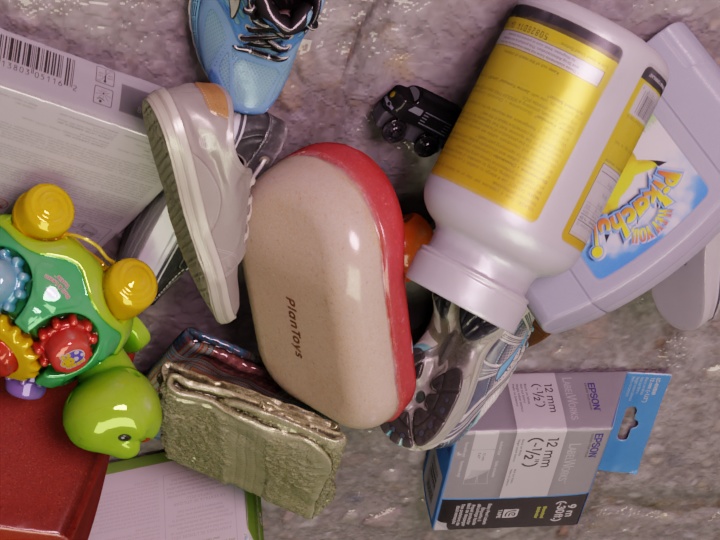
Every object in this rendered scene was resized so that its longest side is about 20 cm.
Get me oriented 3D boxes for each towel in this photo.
[{"bbox_3d":[-0.102,0.109,1.339,0.145,0.022,0.200,23,152,-13],"label":"towel"},{"bbox_3d":[-0.084,0.130,1.279,0.147,0.037,0.200,21,159,3],"label":"towel"}]

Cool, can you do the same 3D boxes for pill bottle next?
[{"bbox_3d":[0.109,-0.067,1.110,0.111,0.112,0.201,27,91,-34],"label":"pill bottle"}]

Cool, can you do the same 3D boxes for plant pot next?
[{"bbox_3d":[-0.284,0.157,1.298,0.198,0.177,0.201,9,136,-12],"label":"plant pot"}]

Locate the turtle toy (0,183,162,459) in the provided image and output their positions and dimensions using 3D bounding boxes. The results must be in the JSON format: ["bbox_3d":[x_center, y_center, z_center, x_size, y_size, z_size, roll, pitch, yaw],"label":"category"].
[{"bbox_3d":[-0.210,0.042,1.180,0.200,0.101,0.145,43,144,-11],"label":"turtle toy"}]

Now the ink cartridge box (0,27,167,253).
[{"bbox_3d":[-0.221,-0.078,1.174,0.159,0.048,0.200,17,149,-27],"label":"ink cartridge box"}]

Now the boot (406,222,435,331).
[{"bbox_3d":[0.040,0.000,1.283,0.199,0.076,0.074,-37,117,9],"label":"boot"}]

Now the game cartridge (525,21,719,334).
[{"bbox_3d":[0.176,-0.056,1.156,0.200,0.134,0.040,-41,154,14],"label":"game cartridge"}]

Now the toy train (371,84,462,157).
[{"bbox_3d":[0.097,-0.084,1.217,0.199,0.034,0.046,22,120,-29],"label":"toy train"}]

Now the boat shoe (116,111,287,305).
[{"bbox_3d":[-0.114,-0.035,1.203,0.070,0.073,0.200,19,130,-22],"label":"boat shoe"}]

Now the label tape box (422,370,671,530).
[{"bbox_3d":[0.162,0.155,1.471,0.198,0.067,0.144,1,138,-8],"label":"label tape box"}]

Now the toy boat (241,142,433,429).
[{"bbox_3d":[0.000,0.000,1.186,0.130,0.130,0.202,-35,135,-33],"label":"toy boat"}]

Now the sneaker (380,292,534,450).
[{"bbox_3d":[0.088,0.042,1.248,0.201,0.077,0.086,-55,151,6],"label":"sneaker"}]

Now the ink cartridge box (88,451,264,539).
[{"bbox_3d":[-0.154,0.251,1.421,0.146,0.201,0.076,-12,139,5],"label":"ink cartridge box"}]

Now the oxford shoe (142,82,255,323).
[{"bbox_3d":[-0.094,-0.041,1.116,0.057,0.075,0.201,-24,138,-16],"label":"oxford shoe"}]

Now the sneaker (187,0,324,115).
[{"bbox_3d":[-0.061,-0.167,1.052,0.077,0.091,0.201,2,138,-12],"label":"sneaker"}]

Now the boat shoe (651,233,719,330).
[{"bbox_3d":[0.256,-0.049,1.230,0.065,0.072,0.202,-26,129,-32],"label":"boat shoe"}]

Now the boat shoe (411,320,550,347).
[{"bbox_3d":[0.088,0.033,1.320,0.199,0.072,0.072,-38,126,0],"label":"boat shoe"}]
